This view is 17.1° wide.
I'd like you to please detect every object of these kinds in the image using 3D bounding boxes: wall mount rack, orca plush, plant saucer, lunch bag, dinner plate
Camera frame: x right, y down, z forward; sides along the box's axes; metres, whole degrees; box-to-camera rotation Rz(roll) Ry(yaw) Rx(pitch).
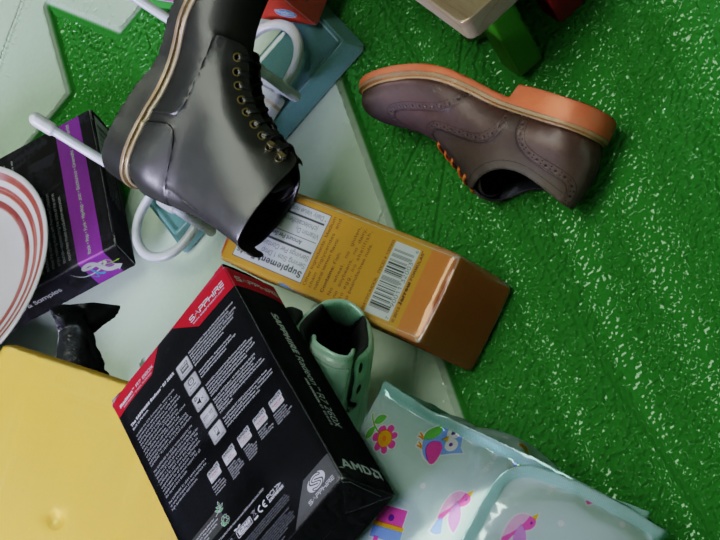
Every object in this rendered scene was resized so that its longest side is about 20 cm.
[{"bbox_3d":[-0.138,-0.116,1.727,0.174,0.074,0.201,32,89,40],"label":"wall mount rack"},{"bbox_3d":[-0.166,0.121,1.654,0.071,0.105,0.201,-4,74,16],"label":"orca plush"},{"bbox_3d":[-0.082,-0.108,1.745,0.200,0.019,0.070,-48,49,9],"label":"plant saucer"},{"bbox_3d":[0.070,0.183,1.419,0.200,0.122,0.171,27,88,38],"label":"lunch bag"},{"bbox_3d":[-0.310,0.011,1.774,0.199,0.024,0.201,-16,54,23],"label":"dinner plate"}]

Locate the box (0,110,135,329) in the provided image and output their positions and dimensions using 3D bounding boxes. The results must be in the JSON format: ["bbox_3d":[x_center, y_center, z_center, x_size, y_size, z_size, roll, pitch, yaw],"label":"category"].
[{"bbox_3d":[-0.270,-0.019,1.809,0.199,0.036,0.143,-26,49,13],"label":"box"}]

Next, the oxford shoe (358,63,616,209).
[{"bbox_3d":[0.071,-0.089,1.582,0.199,0.071,0.073,15,84,41],"label":"oxford shoe"}]

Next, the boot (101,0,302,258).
[{"bbox_3d":[-0.071,-0.120,1.614,0.138,0.077,0.201,33,104,29],"label":"boot"}]

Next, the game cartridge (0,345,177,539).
[{"bbox_3d":[-0.196,0.164,1.586,0.176,0.032,0.201,17,90,14],"label":"game cartridge"}]

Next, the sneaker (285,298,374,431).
[{"bbox_3d":[-0.040,0.108,1.501,0.073,0.119,0.201,12,48,4],"label":"sneaker"}]

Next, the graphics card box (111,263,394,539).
[{"bbox_3d":[-0.069,0.107,1.459,0.126,0.051,0.200,-50,43,17],"label":"graphics card box"}]

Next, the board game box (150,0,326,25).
[{"bbox_3d":[-0.083,-0.266,1.792,0.199,0.040,0.154,11,73,44],"label":"board game box"}]

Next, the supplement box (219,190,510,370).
[{"bbox_3d":[0.000,0.000,1.597,0.200,0.066,0.069,25,87,43],"label":"supplement box"}]

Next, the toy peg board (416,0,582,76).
[{"bbox_3d":[0.100,-0.246,1.633,0.199,0.098,0.200,-43,48,-7],"label":"toy peg board"}]
